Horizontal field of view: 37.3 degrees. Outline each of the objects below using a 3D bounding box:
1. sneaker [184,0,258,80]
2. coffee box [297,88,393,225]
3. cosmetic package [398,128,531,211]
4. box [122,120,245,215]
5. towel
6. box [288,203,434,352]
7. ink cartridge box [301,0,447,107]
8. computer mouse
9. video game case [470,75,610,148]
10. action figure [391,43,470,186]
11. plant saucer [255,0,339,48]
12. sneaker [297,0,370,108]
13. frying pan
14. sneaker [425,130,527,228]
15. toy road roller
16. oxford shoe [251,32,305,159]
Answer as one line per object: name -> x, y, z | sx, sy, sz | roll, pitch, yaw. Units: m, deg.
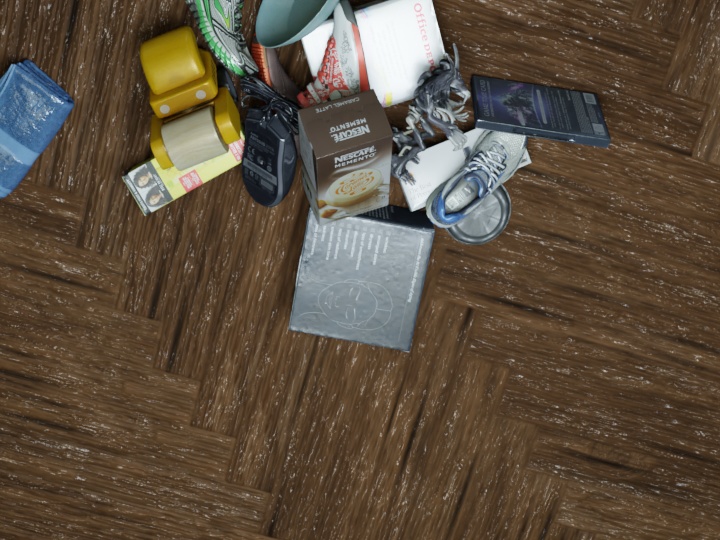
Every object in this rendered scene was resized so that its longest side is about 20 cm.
sneaker -> -0.198, -0.372, 1.556 | 0.084, 0.078, 0.202 | -26, 95, 3
coffee box -> -0.021, -0.154, 1.494 | 0.113, 0.201, 0.081 | -18, 67, -8
cosmetic package -> 0.154, -0.165, 1.638 | 0.197, 0.051, 0.084 | -23, 91, 1
box -> -0.262, -0.166, 1.646 | 0.198, 0.050, 0.076 | -27, 107, 7
towel -> -0.532, -0.213, 1.628 | 0.111, 0.049, 0.200 | 38, 103, -13
box -> 0.000, 0.000, 1.665 | 0.193, 0.124, 0.203 | 11, 107, -3
ink cartridge box -> 0.022, -0.320, 1.583 | 0.197, 0.086, 0.150 | -16, 109, 2
computer mouse -> -0.124, -0.183, 1.569 | 0.138, 0.053, 0.202 | 35, 136, 22
video game case -> 0.264, -0.238, 1.585 | 0.196, 0.144, 0.019 | 7, 126, -3
action figure -> 0.110, -0.222, 1.528 | 0.101, 0.120, 0.201 | 29, 131, -6
plant saucer -> -0.071, -0.393, 1.512 | 0.038, 0.202, 0.202 | 30, 107, -33
sneaker -> -0.043, -0.276, 1.517 | 0.106, 0.067, 0.204 | -12, 114, 1
frying pan -> 0.168, -0.127, 1.680 | 0.114, 0.031, 0.192 | -24, 109, 5
sneaker -> 0.180, -0.139, 1.573 | 0.077, 0.085, 0.201 | 40, 93, -6
toy road roller -> -0.256, -0.256, 1.542 | 0.121, 0.201, 0.147 | -20, 129, 6
oxford shoe -> -0.114, -0.267, 1.617 | 0.072, 0.071, 0.203 | -21, 113, -15
